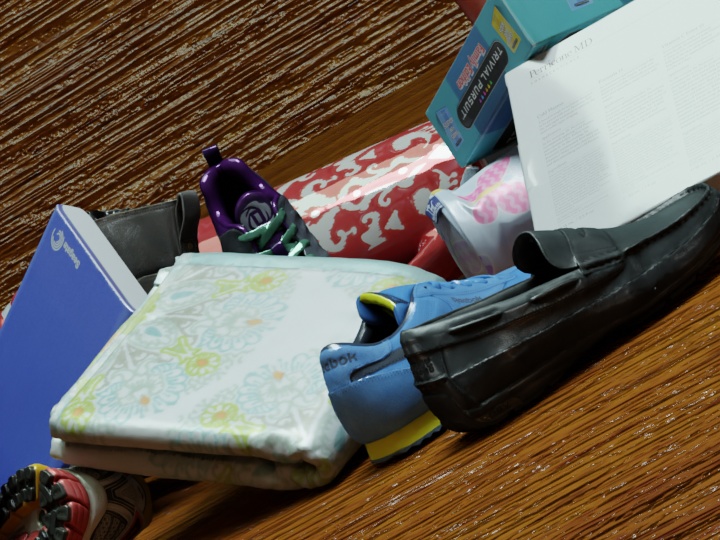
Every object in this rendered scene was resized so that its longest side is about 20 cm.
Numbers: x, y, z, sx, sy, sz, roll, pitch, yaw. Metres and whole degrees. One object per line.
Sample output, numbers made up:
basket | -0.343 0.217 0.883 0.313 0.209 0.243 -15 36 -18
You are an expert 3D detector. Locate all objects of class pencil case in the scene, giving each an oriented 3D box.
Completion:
pencil case | 0.138 -0.060 1.749 0.199 0.083 0.091 -31 26 -5

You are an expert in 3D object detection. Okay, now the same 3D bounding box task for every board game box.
board game box | 0.151 -0.151 1.748 0.199 0.047 0.151 -26 -17 -25

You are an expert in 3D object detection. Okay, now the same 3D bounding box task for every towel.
towel | -0.063 0.058 1.635 0.199 0.048 0.171 3 39 31

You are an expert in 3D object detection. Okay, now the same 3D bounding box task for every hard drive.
hard drive | -0.200 0.077 1.804 0.132 0.025 0.201 49 120 47

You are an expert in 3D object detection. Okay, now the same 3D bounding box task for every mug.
mug | 0.003 0.004 1.871 0.199 0.178 0.134 -26 -36 8

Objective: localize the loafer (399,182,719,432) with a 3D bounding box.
loafer | 0.108 0.006 1.465 0.200 0.071 0.068 -34 8 -20

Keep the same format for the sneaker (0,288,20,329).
sneaker | -0.198 0.074 1.957 0.113 0.071 0.200 -51 -31 5

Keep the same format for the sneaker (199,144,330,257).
sneaker | -0.048 0.004 1.744 0.074 0.088 0.200 -36 45 -5

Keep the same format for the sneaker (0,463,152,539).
sneaker | -0.190 0.169 1.699 0.082 0.078 0.200 -3 -16 -36

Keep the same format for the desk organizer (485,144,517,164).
desk organizer | 0.170 -0.098 1.939 0.077 0.072 0.200 -33 6 -32

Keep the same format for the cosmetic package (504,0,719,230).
cosmetic package | 0.183 -0.090 1.584 0.199 0.052 0.151 -28 48 23

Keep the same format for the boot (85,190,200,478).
boot | -0.149 0.045 1.848 0.199 0.175 0.069 -22 -4 41

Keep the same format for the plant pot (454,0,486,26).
plant pot | 0.122 -0.237 1.898 0.200 0.196 0.201 -30 -13 -8

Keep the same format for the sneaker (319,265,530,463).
sneaker | 0.050 0.027 1.560 0.066 0.079 0.200 -27 6 45
